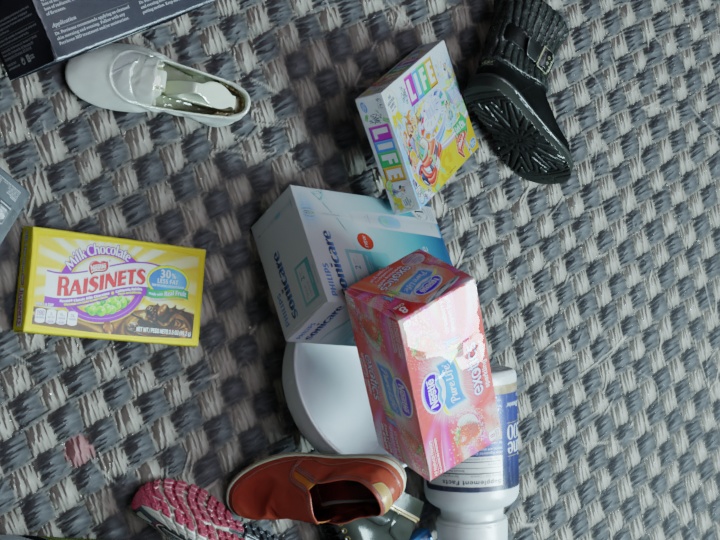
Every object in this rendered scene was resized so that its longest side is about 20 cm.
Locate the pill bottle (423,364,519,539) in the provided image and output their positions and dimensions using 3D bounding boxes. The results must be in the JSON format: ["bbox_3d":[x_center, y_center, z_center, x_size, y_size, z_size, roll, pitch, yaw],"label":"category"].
[{"bbox_3d":[0.127,0.212,1.778,0.111,0.111,0.201,-4,94,-39],"label":"pill bottle"}]

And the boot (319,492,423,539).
[{"bbox_3d":[-0.024,0.290,1.675,0.199,0.077,0.139,25,75,-31],"label":"boot"}]

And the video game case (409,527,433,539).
[{"bbox_3d":[0.026,0.404,1.762,0.200,0.018,0.144,-29,108,-35],"label":"video game case"}]

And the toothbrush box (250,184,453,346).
[{"bbox_3d":[0.000,0.000,1.647,0.199,0.085,0.147,6,53,-37],"label":"toothbrush box"}]

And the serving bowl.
[{"bbox_3d":[-0.010,0.129,1.677,0.199,0.066,0.201,21,56,-34],"label":"serving bowl"}]

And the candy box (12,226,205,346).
[{"bbox_3d":[-0.244,0.018,1.527,0.199,0.026,0.103,7,84,-39],"label":"candy box"}]

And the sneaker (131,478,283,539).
[{"bbox_3d":[-0.154,0.286,1.580,0.200,0.081,0.075,38,106,-23],"label":"sneaker"}]

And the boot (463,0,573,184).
[{"bbox_3d":[0.210,-0.219,1.855,0.211,0.079,0.158,50,50,-42],"label":"boot"}]

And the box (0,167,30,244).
[{"bbox_3d":[-0.409,-0.064,1.364,0.200,0.051,0.158,43,57,-31],"label":"box"}]

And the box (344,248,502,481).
[{"bbox_3d":[0.064,0.096,1.566,0.102,0.095,0.201,-27,123,-25],"label":"box"}]

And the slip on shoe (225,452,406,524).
[{"bbox_3d":[-0.052,0.229,1.587,0.061,0.199,0.074,-57,135,-57],"label":"slip on shoe"}]

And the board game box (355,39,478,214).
[{"bbox_3d":[0.066,-0.162,1.715,0.200,0.034,0.135,-48,122,-56],"label":"board game box"}]

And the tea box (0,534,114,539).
[{"bbox_3d":[-0.265,0.359,1.451,0.196,0.133,0.201,12,84,-38],"label":"tea box"}]

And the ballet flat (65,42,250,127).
[{"bbox_3d":[-0.193,-0.185,1.537,0.199,0.069,0.070,10,85,-38],"label":"ballet flat"}]

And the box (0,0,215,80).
[{"bbox_3d":[-0.260,-0.301,1.444,0.200,0.104,0.183,-28,102,-35],"label":"box"}]
